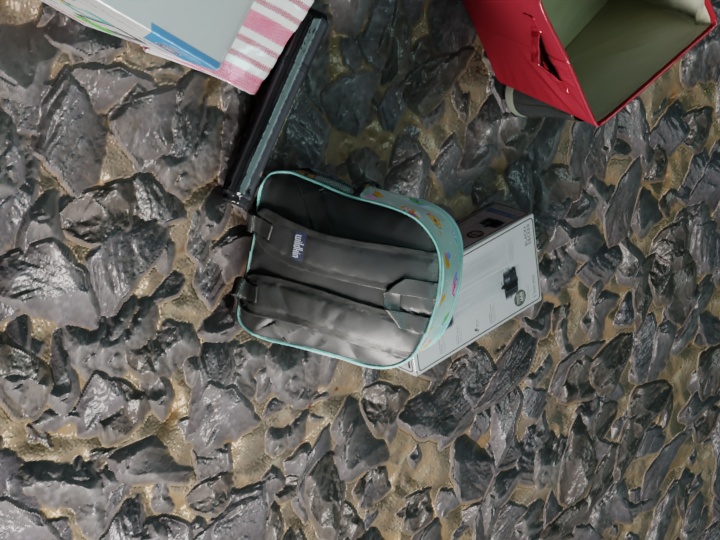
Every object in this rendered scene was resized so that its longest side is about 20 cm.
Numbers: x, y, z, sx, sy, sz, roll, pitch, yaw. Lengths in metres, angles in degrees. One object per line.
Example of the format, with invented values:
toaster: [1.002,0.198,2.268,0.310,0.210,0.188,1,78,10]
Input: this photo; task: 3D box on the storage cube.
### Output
storage cube: [0.220,-0.283,1.582,0.200,0.180,0.171,-40,126,-11]

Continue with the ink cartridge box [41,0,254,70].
ink cartridge box: [-0.187,-0.268,1.218,0.147,0.200,0.146,26,88,-45]

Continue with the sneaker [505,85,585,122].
sneaker: [0.259,-0.235,1.711,0.200,0.106,0.075,-51,133,-16]

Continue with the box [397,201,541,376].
box: [0.106,0.017,1.697,0.200,0.060,0.117,-30,124,-32]

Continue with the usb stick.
usb stick: [-0.081,-0.155,1.466,0.033,0.055,0.200,24,89,-7]

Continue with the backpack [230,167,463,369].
backpack: [0.000,0.000,1.494,0.153,0.200,0.176,-7,112,-64]

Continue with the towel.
towel: [-0.094,-0.259,1.384,0.146,0.030,0.200,17,115,-45]
